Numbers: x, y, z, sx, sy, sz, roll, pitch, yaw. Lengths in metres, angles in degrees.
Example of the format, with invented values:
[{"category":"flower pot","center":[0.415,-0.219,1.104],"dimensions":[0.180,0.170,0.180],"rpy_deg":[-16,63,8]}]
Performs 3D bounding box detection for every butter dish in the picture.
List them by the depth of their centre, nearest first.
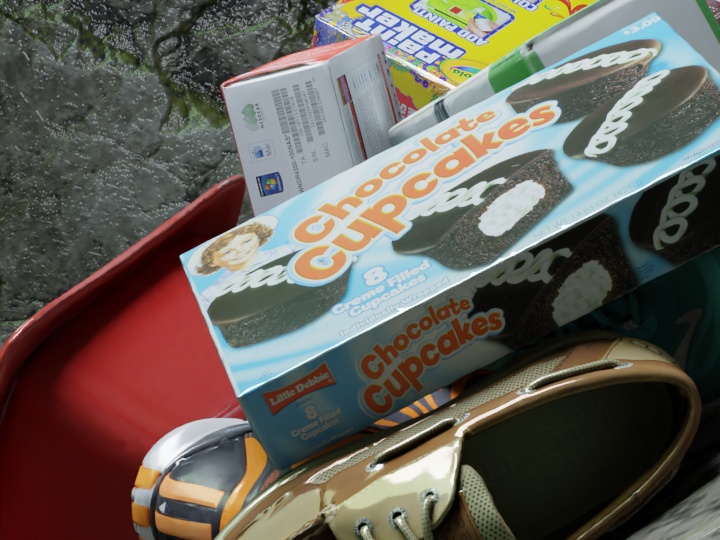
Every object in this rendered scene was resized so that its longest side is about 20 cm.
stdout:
[{"category":"butter dish","center":[-0.082,0.091,1.168],"dimensions":[0.199,0.148,0.200],"rpy_deg":[-38,-24,-51]}]

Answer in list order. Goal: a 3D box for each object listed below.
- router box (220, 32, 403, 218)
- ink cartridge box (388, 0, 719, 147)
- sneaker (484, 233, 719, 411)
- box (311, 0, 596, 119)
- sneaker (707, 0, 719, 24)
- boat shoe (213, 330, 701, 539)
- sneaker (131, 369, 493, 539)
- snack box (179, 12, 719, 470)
[{"category":"router box","center":[0.000,0.000,1.176],"dimensions":[0.049,0.201,0.179],"rpy_deg":[-13,6,10]},{"category":"ink cartridge box","center":[0.102,-0.031,1.100],"dimensions":[0.083,0.147,0.200],"rpy_deg":[-30,3,-16]},{"category":"sneaker","center":[0.077,0.016,0.955],"dimensions":[0.079,0.078,0.200],"rpy_deg":[-5,0,-34]},{"category":"box","center":[0.067,-0.068,1.425],"dimensions":[0.193,0.122,0.200],"rpy_deg":[-37,-33,-43]},{"category":"sneaker","center":[0.195,-0.090,1.388],"dimensions":[0.076,0.200,0.116],"rpy_deg":[6,64,31]},{"category":"boat shoe","center":[0.026,0.081,0.847],"dimensions":[0.200,0.076,0.074],"rpy_deg":[-35,7,-13]},{"category":"sneaker","center":[0.023,0.082,0.981],"dimensions":[0.200,0.078,0.112],"rpy_deg":[-17,16,-37]},{"category":"snack box","center":[0.040,-0.014,0.914],"dimensions":[0.200,0.037,0.116],"rpy_deg":[-27,28,-2]}]
